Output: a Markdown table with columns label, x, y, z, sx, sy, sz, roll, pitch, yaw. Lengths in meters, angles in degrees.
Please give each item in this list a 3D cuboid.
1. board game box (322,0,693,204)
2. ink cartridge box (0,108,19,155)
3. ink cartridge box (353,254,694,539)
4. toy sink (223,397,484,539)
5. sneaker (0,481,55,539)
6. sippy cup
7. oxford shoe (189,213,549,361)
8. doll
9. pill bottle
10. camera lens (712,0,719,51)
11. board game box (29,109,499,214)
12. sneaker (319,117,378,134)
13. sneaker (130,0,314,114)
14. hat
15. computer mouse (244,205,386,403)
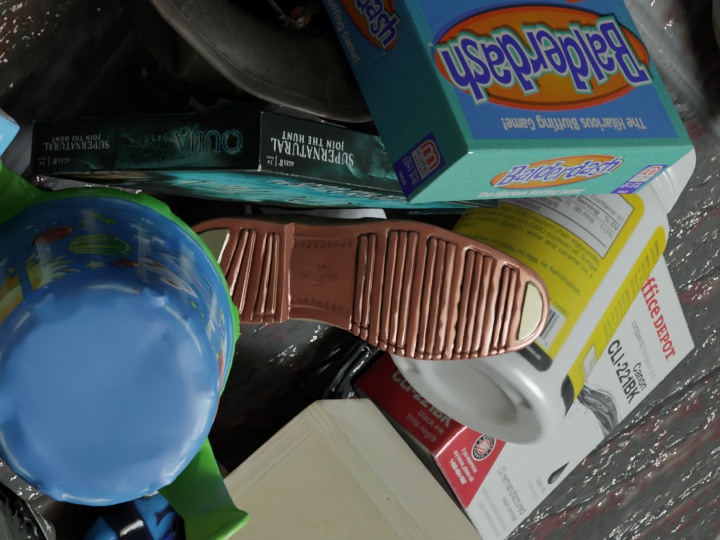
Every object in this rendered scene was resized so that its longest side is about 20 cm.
| label | x | y | z | sx | sy | sz | roll | pitch | yaw |
| --- | --- | --- | --- | --- | --- | --- | --- | --- | --- |
| board game box | 0.048 | -0.128 | 0.942 | 0.152 | 0.201 | 0.045 | -5 | 155 | -45 |
| ink cartridge box | -0.245 | -0.016 | 0.862 | 0.200 | 0.115 | 0.068 | -54 | 146 | 4 |
| ink cartridge box | 0.110 | 0.060 | 1.371 | 0.200 | 0.084 | 0.144 | -44 | 145 | -10 |
| toy sink | 0.011 | 0.184 | 1.222 | 0.112 | 0.200 | 0.130 | -41 | 170 | 8 |
| sneaker | -0.200 | 0.135 | 1.106 | 0.090 | 0.066 | 0.201 | -28 | 144 | -34 |
| sippy cup | -0.115 | 0.039 | 0.923 | 0.177 | 0.130 | 0.140 | 20 | 96 | -12 |
| oxford shoe | 0.000 | 0.000 | 1.119 | 0.074 | 0.199 | 0.071 | -101 | -157 | -81 |
| doll | -0.120 | 0.159 | 1.230 | 0.136 | 0.048 | 0.201 | -40 | 147 | -34 |
| pill bottle | 0.111 | -0.009 | 1.251 | 0.200 | 0.114 | 0.114 | -56 | 150 | -23 |
| camera lens | 0.308 | -0.140 | 1.344 | 0.160 | 0.160 | 0.200 | -43 | 145 | -11 |
| board game box | -0.041 | -0.049 | 1.017 | 0.200 | 0.135 | 0.028 | 7 | 85 | -55 |
| sneaker | 0.040 | -0.114 | 1.120 | 0.200 | 0.080 | 0.089 | -21 | 131 | -64 |
| sneaker | -0.023 | -0.130 | 1.049 | 0.200 | 0.078 | 0.090 | -40 | 152 | -11 |
| hat | -0.061 | -0.135 | 0.945 | 0.200 | 0.201 | 0.081 | -10 | 159 | -44 |
| computer mouse | -0.012 | -0.002 | 1.208 | 0.110 | 0.044 | 0.200 | -42 | 145 | -11 |
